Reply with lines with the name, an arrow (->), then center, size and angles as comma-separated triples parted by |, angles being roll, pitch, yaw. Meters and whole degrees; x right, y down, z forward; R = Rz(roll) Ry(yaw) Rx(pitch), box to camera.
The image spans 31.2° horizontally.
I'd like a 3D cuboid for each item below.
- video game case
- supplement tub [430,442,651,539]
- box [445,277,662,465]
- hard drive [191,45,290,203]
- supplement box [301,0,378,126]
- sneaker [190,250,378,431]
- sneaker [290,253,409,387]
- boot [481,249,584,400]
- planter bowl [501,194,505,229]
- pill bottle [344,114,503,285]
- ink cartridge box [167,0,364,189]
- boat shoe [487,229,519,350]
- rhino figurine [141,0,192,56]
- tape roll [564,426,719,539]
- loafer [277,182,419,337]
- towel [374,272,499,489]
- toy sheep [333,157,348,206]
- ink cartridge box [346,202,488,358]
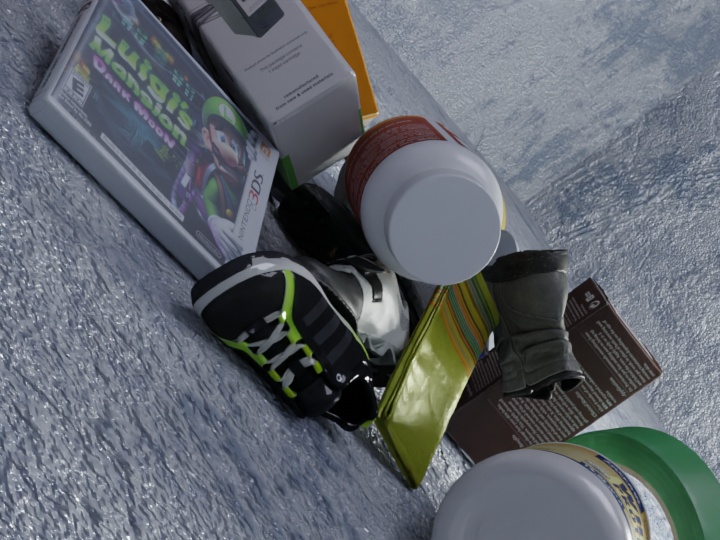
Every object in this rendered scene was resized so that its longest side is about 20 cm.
video game case -> -0.139, -0.098, 0.930 | 0.200, 0.023, 0.182 | 47, 29, -28
supplement tub -> 0.143, 0.204, 0.977 | 0.144, 0.144, 0.200 | 56, 12, 14
box -> 0.179, 0.111, 1.252 | 0.100, 0.200, 0.075 | 50, 9, -19
hard drive -> -0.124, -0.166, 1.253 | 0.135, 0.042, 0.200 | 42, 16, -44
supplement box -> -0.049, -0.189, 1.282 | 0.200, 0.073, 0.126 | 158, -85, -80
sneaker -> -0.037, 0.056, 0.881 | 0.200, 0.072, 0.083 | 38, 20, -52
sneaker -> -0.014, 0.018, 1.007 | 0.200, 0.074, 0.089 | 48, 47, -58
boot -> 0.130, 0.057, 1.185 | 0.200, 0.068, 0.131 | 161, -73, -65
planter bowl -> 0.110, -0.069, 1.507 | 0.200, 0.083, 0.201 | 35, -46, 46
pill bottle -> 0.050, -0.056, 1.033 | 0.112, 0.112, 0.200 | 50, 5, -16
ink cartridge box -> -0.086, -0.189, 1.093 | 0.200, 0.084, 0.146 | 55, -6, 17
boat shoe -> 0.136, 0.059, 1.382 | 0.086, 0.075, 0.202 | 56, 40, -58
rhino figurine -> -0.163, -0.160, 1.043 | 0.087, 0.060, 0.200 | 56, 9, -47
tape roll -> 0.227, 0.234, 1.095 | 0.048, 0.200, 0.200 | -1, 49, -39
loafer -> 0.000, 0.000, 1.192 | 0.201, 0.068, 0.070 | 54, 21, 20
towel -> 0.068, 0.077, 1.061 | 0.086, 0.018, 0.200 | 61, 41, -31
toy sheep -> 0.035, -0.074, 1.420 | 0.200, 0.138, 0.138 | 43, 8, 19
ink cartridge box -> 0.047, 0.007, 1.236 | 0.200, 0.041, 0.200 | 64, -9, 7
